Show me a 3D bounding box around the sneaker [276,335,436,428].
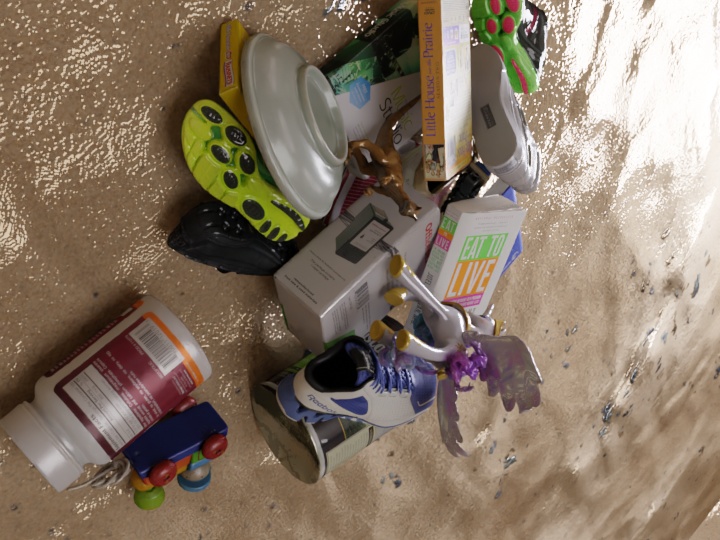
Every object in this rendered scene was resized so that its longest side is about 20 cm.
[{"bbox_3d":[0.010,0.132,1.113,0.198,0.081,0.115,1,152,-23],"label":"sneaker"}]

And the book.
[{"bbox_3d":[0.125,0.006,1.200,0.133,0.048,0.201,-10,125,-47],"label":"book"}]

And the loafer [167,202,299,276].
[{"bbox_3d":[-0.138,-0.029,1.069,0.070,0.068,0.200,-27,158,23],"label":"loafer"}]

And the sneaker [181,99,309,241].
[{"bbox_3d":[-0.130,-0.108,1.009,0.074,0.084,0.200,-34,134,4],"label":"sneaker"}]

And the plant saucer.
[{"bbox_3d":[-0.056,-0.155,0.977,0.050,0.201,0.200,-16,142,17],"label":"plant saucer"}]

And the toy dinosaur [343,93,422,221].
[{"bbox_3d":[0.025,-0.129,1.077,0.106,0.201,0.060,11,141,-20],"label":"toy dinosaur"}]

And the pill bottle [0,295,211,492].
[{"bbox_3d":[-0.266,0.130,0.990,0.200,0.114,0.114,-40,137,-20],"label":"pill bottle"}]

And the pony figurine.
[{"bbox_3d":[0.109,0.095,1.091,0.199,0.194,0.166,24,136,-32],"label":"pony figurine"}]

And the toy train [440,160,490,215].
[{"bbox_3d":[0.140,-0.103,1.243,0.046,0.034,0.200,-43,175,-9],"label":"toy train"}]

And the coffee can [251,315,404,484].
[{"bbox_3d":[-0.022,0.167,1.241,0.199,0.146,0.147,-29,133,-30],"label":"coffee can"}]

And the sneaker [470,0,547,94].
[{"bbox_3d":[0.198,-0.325,1.227,0.084,0.076,0.200,-59,147,-28],"label":"sneaker"}]

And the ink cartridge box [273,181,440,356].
[{"bbox_3d":[0.000,0.000,1.143,0.200,0.084,0.146,-43,157,-19],"label":"ink cartridge box"}]

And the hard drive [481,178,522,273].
[{"bbox_3d":[0.185,-0.038,1.384,0.132,0.025,0.200,-48,153,-12],"label":"hard drive"}]

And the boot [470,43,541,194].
[{"bbox_3d":[0.178,-0.191,1.209,0.073,0.201,0.096,-21,149,24],"label":"boot"}]

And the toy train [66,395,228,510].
[{"bbox_3d":[-0.254,0.242,1.110,0.199,0.085,0.116,-24,143,-34],"label":"toy train"}]

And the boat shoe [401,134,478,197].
[{"bbox_3d":[0.117,-0.152,1.221,0.200,0.066,0.074,-48,130,-31],"label":"boat shoe"}]

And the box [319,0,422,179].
[{"bbox_3d":[0.039,-0.227,1.127,0.200,0.036,0.145,-46,134,-20],"label":"box"}]

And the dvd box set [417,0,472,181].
[{"bbox_3d":[0.100,-0.214,1.082,0.146,0.029,0.201,-41,131,-65],"label":"dvd box set"}]

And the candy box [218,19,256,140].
[{"bbox_3d":[-0.090,-0.162,1.005,0.026,0.103,0.200,-20,142,16],"label":"candy box"}]

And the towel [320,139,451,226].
[{"bbox_3d":[0.041,-0.103,1.233,0.200,0.023,0.145,16,101,-49],"label":"towel"}]
